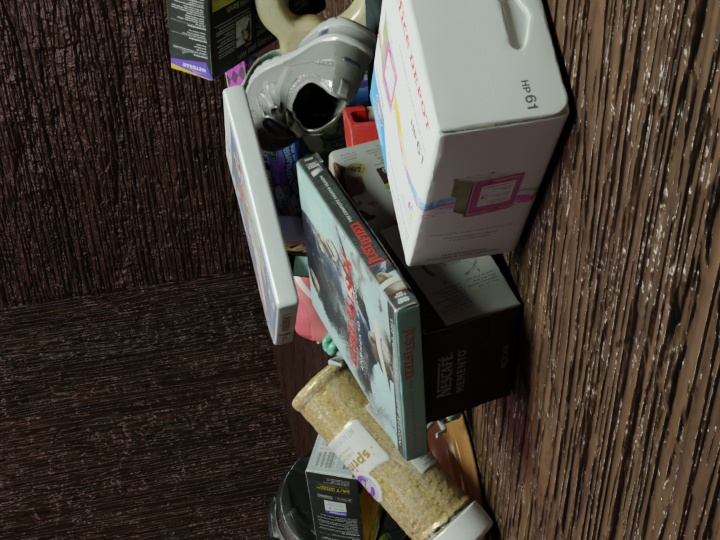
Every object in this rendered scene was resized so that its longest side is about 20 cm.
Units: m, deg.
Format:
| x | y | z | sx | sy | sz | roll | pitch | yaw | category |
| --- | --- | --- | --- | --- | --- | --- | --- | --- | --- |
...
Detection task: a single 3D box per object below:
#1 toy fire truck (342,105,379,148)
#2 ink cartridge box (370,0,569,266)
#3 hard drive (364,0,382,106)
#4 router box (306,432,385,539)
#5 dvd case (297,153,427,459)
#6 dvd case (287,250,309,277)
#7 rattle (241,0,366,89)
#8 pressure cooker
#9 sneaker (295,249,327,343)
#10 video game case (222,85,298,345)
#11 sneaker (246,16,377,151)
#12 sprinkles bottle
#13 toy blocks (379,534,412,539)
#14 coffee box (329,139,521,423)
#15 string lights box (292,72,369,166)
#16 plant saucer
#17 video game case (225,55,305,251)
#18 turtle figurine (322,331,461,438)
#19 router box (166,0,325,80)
| x | y | z | sx | sy | sz | roll | pitch | yaw | category |
| --- | --- | --- | --- | --- | --- | --- | --- | --- | --- |
| 0.006 | -0.087 | 1.276 | 0.200 | 0.049 | 0.141 | -120 | 23 | -72 | toy fire truck |
| 0.064 | -0.111 | 0.935 | 0.200 | 0.084 | 0.145 | 102 | 158 | -66 | ink cartridge box |
| 0.040 | -0.140 | 1.270 | 0.200 | 0.033 | 0.140 | -108 | 11 | -47 | hard drive |
| 0.003 | 0.170 | 1.416 | 0.157 | 0.052 | 0.200 | 84 | -162 | -46 | router box |
| 0.000 | 0.024 | 1.073 | 0.200 | 0.022 | 0.146 | -124 | 23 | -47 | dvd case |
| 0.000 | 0.000 | 1.326 | 0.200 | 0.146 | 0.022 | -156 | 72 | -82 | dvd case |
| -0.060 | -0.260 | 1.393 | 0.143 | 0.130 | 0.200 | 57 | 137 | 42 | rattle |
| -0.011 | 0.318 | 1.676 | 0.179 | 0.176 | 0.200 | 43 | 153 | 31 | pressure cooker |
| -0.022 | 0.049 | 1.508 | 0.200 | 0.087 | 0.074 | 44 | -142 | -34 | sneaker |
| -0.092 | -0.044 | 1.302 | 0.182 | 0.023 | 0.200 | 107 | 148 | -76 | video game case |
| -0.059 | -0.152 | 1.299 | 0.200 | 0.075 | 0.082 | -39 | 32 | 56 | sneaker |
| 0.028 | 0.169 | 1.267 | 0.200 | 0.068 | 0.068 | 48 | 166 | 8 | sprinkles bottle |
| 0.062 | 0.342 | 1.401 | 0.137 | 0.100 | 0.200 | 49 | 175 | -5 | toy blocks |
| 0.045 | 0.003 | 1.118 | 0.113 | 0.080 | 0.200 | 90 | 159 | -47 | coffee box |
| -0.015 | -0.124 | 1.432 | 0.059 | 0.102 | 0.201 | 110 | 150 | -78 | string lights box |
| 0.078 | 0.201 | 1.383 | 0.200 | 0.037 | 0.201 | 170 | 90 | -82 | plant saucer |
| -0.050 | -0.118 | 1.499 | 0.036 | 0.181 | 0.201 | -20 | 76 | 41 | video game case |
| 0.045 | 0.069 | 1.268 | 0.150 | 0.101 | 0.200 | 41 | -175 | -15 | turtle figurine |
| -0.106 | -0.294 | 1.372 | 0.200 | 0.052 | 0.158 | -42 | -38 | -46 | router box |
